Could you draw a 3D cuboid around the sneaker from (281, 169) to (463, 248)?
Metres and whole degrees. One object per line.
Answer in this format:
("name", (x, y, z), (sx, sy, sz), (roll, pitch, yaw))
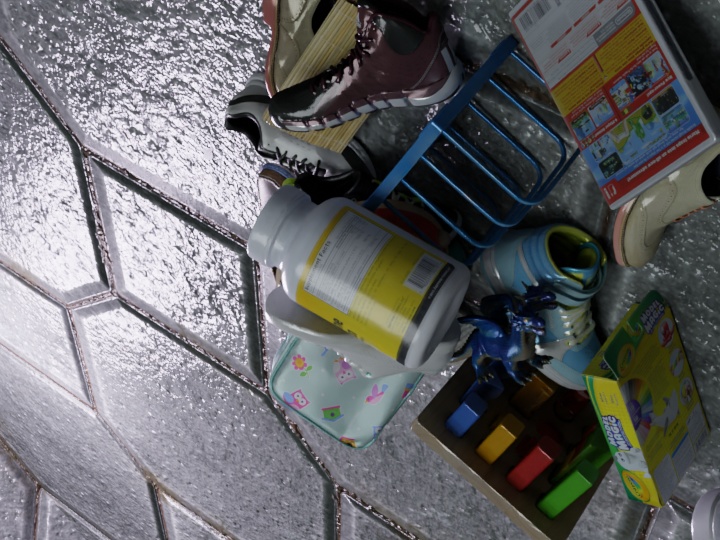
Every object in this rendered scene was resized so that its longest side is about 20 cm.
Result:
("sneaker", (0.011, -0.065, 1.308), (0.199, 0.072, 0.083), (6, 142, 9))

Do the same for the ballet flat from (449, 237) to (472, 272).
("ballet flat", (0.049, -0.033, 1.380), (0.199, 0.071, 0.065), (29, 172, 28))

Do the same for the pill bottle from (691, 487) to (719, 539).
("pill bottle", (0.436, 0.259, 1.209), (0.114, 0.113, 0.200), (52, 147, -12))

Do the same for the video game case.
("video game case", (0.209, -0.167, 1.012), (0.201, 0.017, 0.143), (64, 149, 9))

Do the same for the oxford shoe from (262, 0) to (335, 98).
("oxford shoe", (-0.054, -0.224, 1.261), (0.074, 0.071, 0.201), (21, 143, 22))

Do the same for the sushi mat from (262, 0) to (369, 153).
("sushi mat", (-0.020, -0.196, 1.238), (0.095, 0.012, 0.200), (22, 141, -17))

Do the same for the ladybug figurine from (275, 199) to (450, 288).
("ladybug figurine", (0.000, 0.000, 1.272), (0.199, 0.072, 0.136), (-23, 105, 16))

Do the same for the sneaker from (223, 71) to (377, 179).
("sneaker", (-0.070, -0.136, 1.369), (0.200, 0.080, 0.074), (37, 145, 9))

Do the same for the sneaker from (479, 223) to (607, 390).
("sneaker", (0.217, 0.038, 1.241), (0.200, 0.080, 0.130), (53, 148, -13))

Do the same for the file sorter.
("file sorter", (0.107, -0.095, 1.163), (0.123, 0.139, 0.200), (41, 148, -1))

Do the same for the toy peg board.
("toy peg board", (0.194, 0.156, 1.305), (0.199, 0.200, 0.098), (41, 133, 6))

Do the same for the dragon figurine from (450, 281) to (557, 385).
("dragon figurine", (0.134, 0.060, 1.246), (0.200, 0.059, 0.100), (2, 120, 53))

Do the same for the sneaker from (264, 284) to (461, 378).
("sneaker", (-0.003, 0.072, 1.231), (0.199, 0.075, 0.089), (12, 135, -4))

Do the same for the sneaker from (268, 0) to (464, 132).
("sneaker", (-0.007, -0.208, 1.163), (0.199, 0.076, 0.116), (-12, 131, 13))

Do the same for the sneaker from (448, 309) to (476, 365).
("sneaker", (0.050, 0.049, 1.459), (0.199, 0.105, 0.076), (17, 103, -3))

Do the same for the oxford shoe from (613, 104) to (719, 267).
("oxford shoe", (0.276, -0.064, 1.068), (0.074, 0.071, 0.201), (29, 145, 18))

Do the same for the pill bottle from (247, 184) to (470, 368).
("pill bottle", (-0.004, 0.000, 1.157), (0.199, 0.112, 0.112), (30, 145, 12))

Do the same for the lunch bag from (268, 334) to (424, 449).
("lunch bag", (-0.005, 0.086, 1.378), (0.160, 0.077, 0.200), (34, 104, -4))

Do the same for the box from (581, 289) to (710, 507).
("box", (0.287, 0.127, 1.225), (0.048, 0.117, 0.201), (8, 132, 42))

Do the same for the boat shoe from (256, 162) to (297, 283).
("boat shoe", (-0.091, -0.039, 1.505), (0.072, 0.072, 0.201), (14, 137, 38))
